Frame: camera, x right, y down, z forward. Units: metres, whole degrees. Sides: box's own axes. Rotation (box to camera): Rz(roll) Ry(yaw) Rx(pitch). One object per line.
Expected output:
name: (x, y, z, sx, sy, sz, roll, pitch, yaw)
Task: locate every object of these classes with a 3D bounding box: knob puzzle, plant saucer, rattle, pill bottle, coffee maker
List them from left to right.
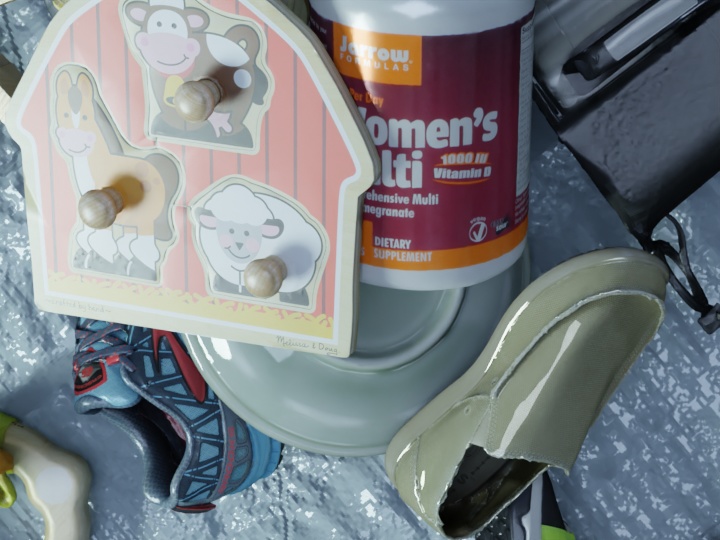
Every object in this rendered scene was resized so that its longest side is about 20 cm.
rattle: (-0.231, 0.184, 1.205, 0.130, 0.143, 0.200, 27, 93, -14)
knob puzzle: (-0.087, -0.059, 1.038, 0.219, 0.030, 0.220, 9, 113, 21)
plant saucer: (0.000, 0.000, 1.158, 0.200, 0.050, 0.201, 1, 87, -11)
pill bottle: (0.030, -0.101, 1.051, 0.109, 0.110, 0.200, 3, 115, 8)
coffee maker: (0.200, -0.112, 1.125, 0.200, 0.135, 0.192, -35, 115, 11)

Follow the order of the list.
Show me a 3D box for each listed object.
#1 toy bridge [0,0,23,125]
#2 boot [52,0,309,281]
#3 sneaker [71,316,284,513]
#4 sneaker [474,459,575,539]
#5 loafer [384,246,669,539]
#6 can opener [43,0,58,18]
toy bridge: (-0.205, -0.109, 1.192, 0.067, 0.027, 0.200, 46, 120, 8)
boot: (-0.118, -0.101, 1.104, 0.073, 0.155, 0.200, 10, 68, 43)
sneaker: (-0.119, 0.039, 1.178, 0.079, 0.095, 0.200, -28, 92, 52)
sneaker: (0.119, 0.192, 1.198, 0.083, 0.072, 0.201, -12, 96, -15)
loafer: (0.093, 0.069, 1.121, 0.200, 0.076, 0.068, -50, 43, 29)
can opener: (-0.137, -0.153, 1.195, 0.067, 0.053, 0.200, -28, 92, 12)
